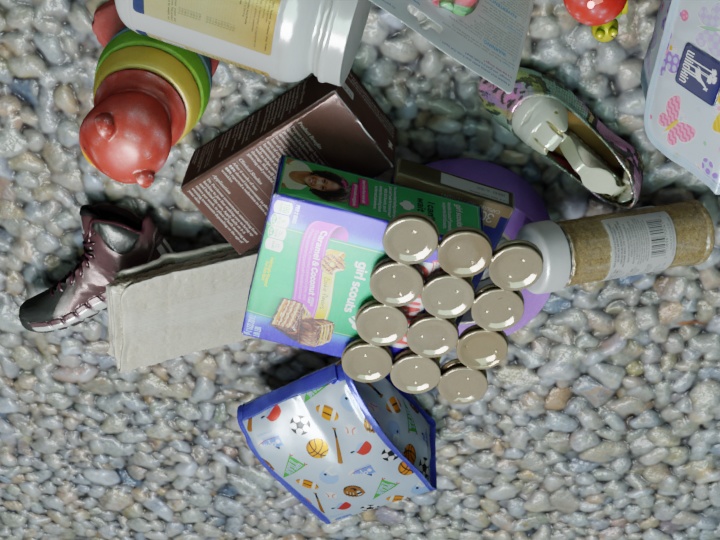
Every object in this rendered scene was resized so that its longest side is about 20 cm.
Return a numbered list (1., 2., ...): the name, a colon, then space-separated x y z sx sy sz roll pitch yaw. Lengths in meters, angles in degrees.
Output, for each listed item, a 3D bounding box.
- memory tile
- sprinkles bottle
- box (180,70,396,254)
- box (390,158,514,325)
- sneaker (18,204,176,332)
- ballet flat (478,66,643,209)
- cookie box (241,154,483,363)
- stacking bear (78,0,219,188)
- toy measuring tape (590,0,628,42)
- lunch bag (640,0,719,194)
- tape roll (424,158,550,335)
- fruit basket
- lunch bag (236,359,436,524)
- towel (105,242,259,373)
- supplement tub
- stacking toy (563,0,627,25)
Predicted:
1. memory tile: 0.073 0.040 0.988 0.151 0.017 0.202 13 127 -8
2. sprinkles bottle: 0.252 -0.025 1.060 0.197 0.069 0.069 -9 133 -20
3. box: -0.071 -0.111 1.064 0.198 0.076 0.100 -26 122 25
4. box: 0.063 -0.009 1.078 0.119 0.033 0.202 15 129 -7
5. sneaker: -0.300 -0.013 1.170 0.197 0.076 0.117 -19 121 6
6. ballet flat: 0.199 -0.124 1.029 0.199 0.072 0.069 32 123 -20
7. cookie box: 0.000 0.000 1.020 0.197 0.076 0.173 13 127 -6
8. stacking bear: -0.194 -0.153 0.956 0.112 0.202 0.122 -16 126 17
9. toy measuring tape: 0.201 -0.281 0.904 0.072 0.074 0.202 -7 128 10
10. lunch bag: 0.307 -0.186 0.888 0.125 0.202 0.171 7 130 -1
11. tape roll: 0.104 -0.016 1.130 0.196 0.066 0.202 2 130 2
12. fruit basket: 0.064 -0.258 0.854 0.183 0.203 0.093 28 154 -19
13. lunch bag: -0.026 0.189 1.270 0.168 0.125 0.200 -25 130 24
14. towel: -0.179 0.036 1.167 0.197 0.035 0.134 -13 135 -25
15. supplement tub: -0.091 -0.243 0.895 0.197 0.145 0.146 18 129 1
16. stacking toy: 0.226 -0.286 0.844 0.085 0.086 0.201 28 111 -18
